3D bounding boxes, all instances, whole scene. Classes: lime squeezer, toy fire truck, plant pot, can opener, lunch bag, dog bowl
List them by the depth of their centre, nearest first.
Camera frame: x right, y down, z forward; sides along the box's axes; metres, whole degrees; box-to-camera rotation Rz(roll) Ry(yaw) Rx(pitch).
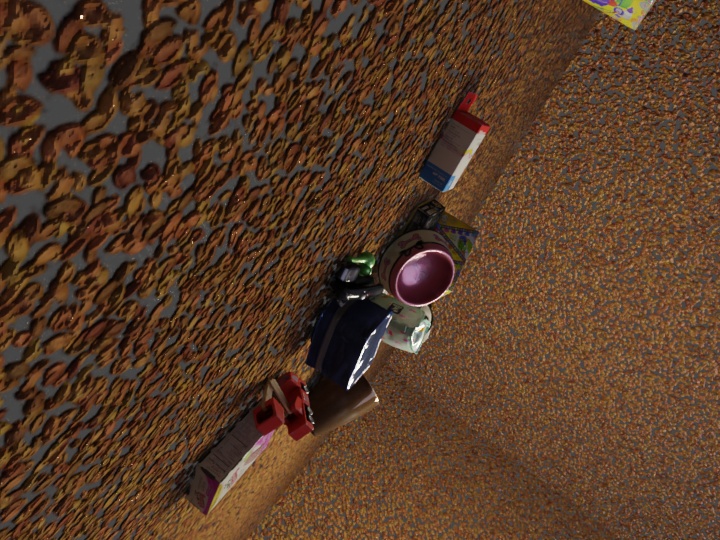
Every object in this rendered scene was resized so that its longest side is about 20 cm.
[{"bbox_3d":[-0.154,0.262,1.207,0.049,0.141,0.201,-35,-148,9],"label":"toy fire truck"},{"bbox_3d":[-0.002,0.033,1.212,0.079,0.063,0.200,-47,158,14],"label":"can opener"},{"bbox_3d":[0.000,0.000,1.273,0.071,0.038,0.200,-52,170,-19],"label":"lime squeezer"},{"bbox_3d":[-0.035,0.143,1.294,0.136,0.132,0.201,-40,156,-52],"label":"lunch bag"},{"bbox_3d":[0.146,0.001,1.512,0.201,0.199,0.074,-59,-147,19],"label":"dog bowl"},{"bbox_3d":[0.094,0.143,1.679,0.123,0.169,0.200,-64,162,-6],"label":"lunch bag"},{"bbox_3d":[-0.082,0.374,1.747,0.199,0.187,0.187,-36,164,-17],"label":"plant pot"}]

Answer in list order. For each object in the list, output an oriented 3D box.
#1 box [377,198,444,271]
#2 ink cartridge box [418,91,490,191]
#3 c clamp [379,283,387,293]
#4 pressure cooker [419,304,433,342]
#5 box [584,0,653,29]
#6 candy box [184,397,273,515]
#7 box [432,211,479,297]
[{"bbox_3d":[0.136,-0.085,1.593,0.201,0.049,0.159,-59,167,24],"label":"box"},{"bbox_3d":[0.213,-0.274,1.304,0.201,0.067,0.116,-60,169,21],"label":"ink cartridge box"},{"bbox_3d":[0.032,0.106,1.769,0.200,0.027,0.172,-45,164,-42],"label":"c clamp"},{"bbox_3d":[0.195,0.190,2.344,0.177,0.177,0.200,-19,160,-6],"label":"pressure cooker"},{"bbox_3d":[0.579,-0.676,1.316,0.193,0.199,0.122,-54,170,-2],"label":"box"},{"bbox_3d":[-0.249,0.366,1.207,0.200,0.061,0.137,-43,165,-48],"label":"candy box"},{"bbox_3d":[0.211,-0.031,1.721,0.194,0.121,0.200,-61,-175,-17],"label":"box"}]
